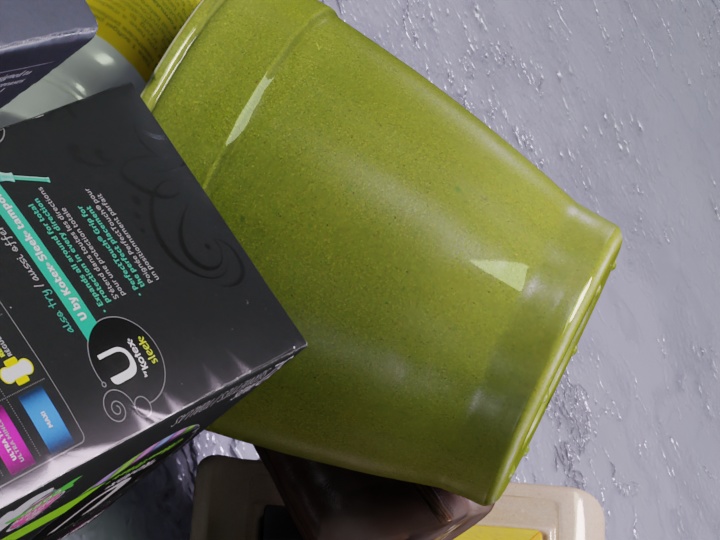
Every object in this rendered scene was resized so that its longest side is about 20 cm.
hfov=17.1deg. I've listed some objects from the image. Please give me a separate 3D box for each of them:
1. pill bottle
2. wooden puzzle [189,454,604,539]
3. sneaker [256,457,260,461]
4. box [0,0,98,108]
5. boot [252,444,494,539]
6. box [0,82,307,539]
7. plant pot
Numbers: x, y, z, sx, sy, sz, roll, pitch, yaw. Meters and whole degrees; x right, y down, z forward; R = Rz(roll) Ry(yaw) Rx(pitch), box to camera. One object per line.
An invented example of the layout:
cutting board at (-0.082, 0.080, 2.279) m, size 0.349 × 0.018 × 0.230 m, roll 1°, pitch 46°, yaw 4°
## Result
pill bottle at (-0.128, -0.085, 1.061) m, size 0.115 × 0.114 × 0.200 m, roll 55°, pitch 30°, yaw -24°
wooden puzzle at (0.018, 0.176, 1.080) m, size 0.199 × 0.037 × 0.186 m, roll 7°, pitch 63°, yaw -9°
sneaker at (-0.011, 0.180, 1.142) m, size 0.077 × 0.078 × 0.201 m, roll 80°, pitch -7°, yaw -70°
box at (-0.215, -0.085, 0.791) m, size 0.149 × 0.200 × 0.107 m, roll 59°, pitch 27°, yaw 3°
boot at (0.018, 0.055, 1.119) m, size 0.186 × 0.065 × 0.200 m, roll -20°, pitch 44°, yaw -27°
box at (-0.148, 0.041, 0.847) m, size 0.125 × 0.148 × 0.200 m, roll 55°, pitch 38°, yaw 5°
plant pot at (0.000, 0.000, 1.010) m, size 0.192 × 0.201 × 0.200 m, roll 26°, pitch 30°, yaw 8°
